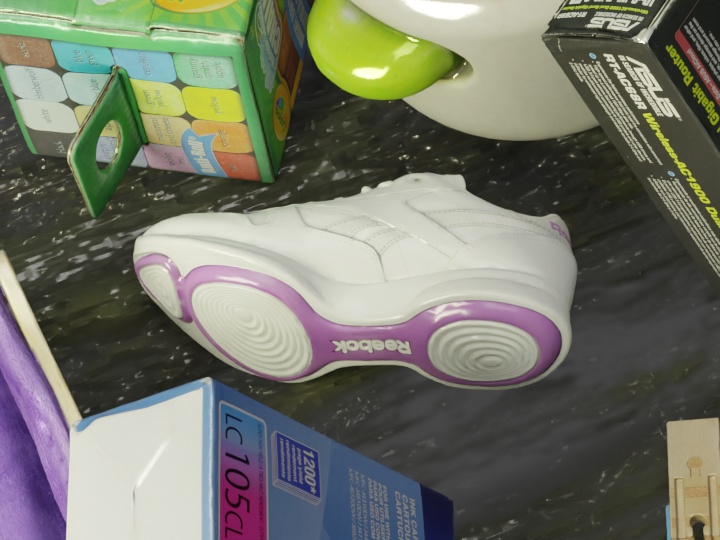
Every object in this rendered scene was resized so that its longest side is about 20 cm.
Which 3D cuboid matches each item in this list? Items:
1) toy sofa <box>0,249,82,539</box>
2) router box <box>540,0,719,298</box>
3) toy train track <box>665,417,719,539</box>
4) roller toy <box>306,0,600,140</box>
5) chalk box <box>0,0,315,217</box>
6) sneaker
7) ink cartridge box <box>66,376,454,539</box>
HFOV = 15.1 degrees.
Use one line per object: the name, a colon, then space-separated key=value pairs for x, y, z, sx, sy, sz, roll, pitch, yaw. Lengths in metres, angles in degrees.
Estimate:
toy sofa: x=-0.149 y=0.096 z=1.148 sx=0.083 sy=0.098 sz=0.200 roll=-24 pitch=63 yaw=-9
router box: x=0.180 y=-0.086 z=1.163 sx=0.062 sy=0.200 sz=0.150 roll=9 pitch=56 yaw=47
toy train track: x=0.145 y=0.155 z=1.131 sx=0.115 sy=0.033 sz=0.200 roll=-6 pitch=56 yaw=10
roller toy: x=0.075 y=-0.159 z=1.240 sx=0.200 sy=0.140 sz=0.183 roll=-11 pitch=63 yaw=11
chalk box: x=-0.092 y=-0.122 z=1.246 sx=0.124 sy=0.125 sz=0.200 roll=6 pitch=64 yaw=9
sneaker: x=0.000 y=0.000 z=1.213 sx=0.200 sy=0.075 sz=0.100 roll=8 pitch=44 yaw=9
ink cartridge box: x=-0.027 y=0.141 z=1.079 sx=0.076 sy=0.200 sz=0.137 roll=-16 pitch=62 yaw=30
